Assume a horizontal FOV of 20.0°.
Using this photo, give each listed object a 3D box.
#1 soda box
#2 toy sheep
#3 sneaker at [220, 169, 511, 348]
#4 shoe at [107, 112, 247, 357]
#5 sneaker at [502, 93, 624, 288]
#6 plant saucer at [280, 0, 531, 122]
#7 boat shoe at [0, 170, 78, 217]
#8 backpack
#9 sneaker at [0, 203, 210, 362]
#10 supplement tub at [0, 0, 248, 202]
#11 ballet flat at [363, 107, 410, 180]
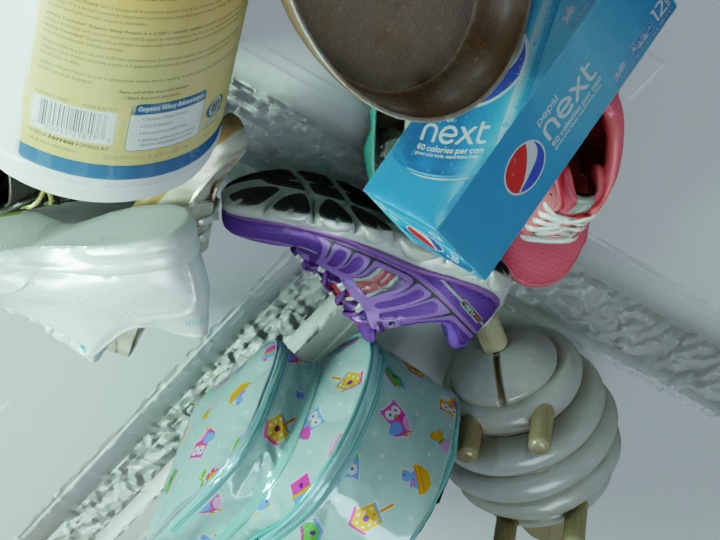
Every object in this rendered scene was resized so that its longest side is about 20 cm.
[{"bbox_3d":[0.093,-0.100,1.172,0.200,0.064,0.068,-55,141,-7],"label":"soda box"},{"bbox_3d":[0.112,0.106,1.384,0.137,0.138,0.200,-16,126,1],"label":"toy sheep"},{"bbox_3d":[0.000,0.000,1.276,0.200,0.081,0.084,22,106,-21],"label":"sneaker"},{"bbox_3d":[-0.118,-0.019,1.251,0.053,0.070,0.200,41,126,-1],"label":"shoe"},{"bbox_3d":[0.120,-0.054,1.272,0.073,0.087,0.201,-3,132,-11],"label":"sneaker"},{"bbox_3d":[0.017,-0.177,1.095,0.034,0.201,0.200,-6,147,45],"label":"plant saucer"},{"bbox_3d":[-0.211,-0.060,1.202,0.201,0.061,0.072,-1,131,-13],"label":"boat shoe"},{"bbox_3d":[-0.035,0.133,1.328,0.200,0.176,0.153,-33,114,35],"label":"backpack"},{"bbox_3d":[-0.180,0.014,1.216,0.199,0.075,0.089,0,119,28],"label":"sneaker"},{"bbox_3d":[-0.130,-0.152,1.083,0.144,0.145,0.200,3,131,-16],"label":"supplement tub"},{"bbox_3d":[0.038,-0.110,1.213,0.067,0.071,0.200,-5,132,-8],"label":"ballet flat"}]
